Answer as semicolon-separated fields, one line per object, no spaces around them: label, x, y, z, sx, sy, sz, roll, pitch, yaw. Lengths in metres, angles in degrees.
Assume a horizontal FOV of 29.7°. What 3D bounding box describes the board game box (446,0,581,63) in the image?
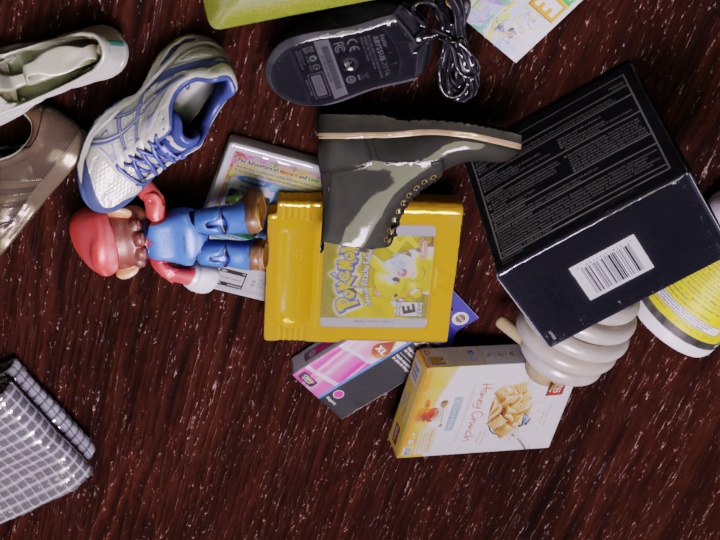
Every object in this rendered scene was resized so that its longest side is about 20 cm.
board game box;0.166;-0.302;1.237;0.134;0.034;0.200;33;117;-28

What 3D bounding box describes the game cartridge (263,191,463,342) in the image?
game cartridge;0.000;0.000;1.418;0.200;0.032;0.176;0;124;-6

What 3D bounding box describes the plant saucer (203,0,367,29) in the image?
plant saucer;-0.054;-0.316;1.158;0.200;0.048;0.200;-11;111;1

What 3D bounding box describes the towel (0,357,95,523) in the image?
towel;-0.425;0.207;1.529;0.200;0.086;0.166;-26;125;14

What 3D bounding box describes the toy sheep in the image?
toy sheep;0.230;0.046;1.450;0.138;0.138;0.200;11;128;-15

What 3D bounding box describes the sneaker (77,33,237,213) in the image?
sneaker;-0.192;-0.128;1.265;0.075;0.088;0.200;28;105;-38

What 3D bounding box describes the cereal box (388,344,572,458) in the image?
cereal box;0.144;0.149;1.556;0.200;0.040;0.144;-1;129;-21

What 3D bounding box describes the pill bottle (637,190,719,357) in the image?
pill bottle;0.388;-0.012;1.437;0.112;0.112;0.200;23;122;-22

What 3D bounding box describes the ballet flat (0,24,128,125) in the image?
ballet flat;-0.313;-0.180;1.251;0.200;0.069;0.069;-19;127;6

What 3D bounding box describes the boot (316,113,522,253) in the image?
boot;0.055;-0.082;1.336;0.200;0.077;0.139;4;97;5

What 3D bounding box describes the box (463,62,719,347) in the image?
box;0.225;-0.066;1.322;0.200;0.198;0.123;-28;128;15

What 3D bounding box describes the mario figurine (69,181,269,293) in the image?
mario figurine;-0.193;-0.046;1.369;0.200;0.124;0.106;0;167;3

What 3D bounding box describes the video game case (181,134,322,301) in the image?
video game case;-0.068;-0.040;1.420;0.200;0.024;0.182;14;124;-16

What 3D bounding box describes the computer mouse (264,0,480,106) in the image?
computer mouse;0.008;-0.209;1.275;0.200;0.053;0.139;-10;137;5

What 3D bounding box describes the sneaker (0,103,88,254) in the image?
sneaker;-0.347;-0.083;1.338;0.076;0.070;0.200;40;110;-12

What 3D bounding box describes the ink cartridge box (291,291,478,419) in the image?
ink cartridge box;0.028;0.085;1.521;0.200;0.037;0.095;-34;124;16
